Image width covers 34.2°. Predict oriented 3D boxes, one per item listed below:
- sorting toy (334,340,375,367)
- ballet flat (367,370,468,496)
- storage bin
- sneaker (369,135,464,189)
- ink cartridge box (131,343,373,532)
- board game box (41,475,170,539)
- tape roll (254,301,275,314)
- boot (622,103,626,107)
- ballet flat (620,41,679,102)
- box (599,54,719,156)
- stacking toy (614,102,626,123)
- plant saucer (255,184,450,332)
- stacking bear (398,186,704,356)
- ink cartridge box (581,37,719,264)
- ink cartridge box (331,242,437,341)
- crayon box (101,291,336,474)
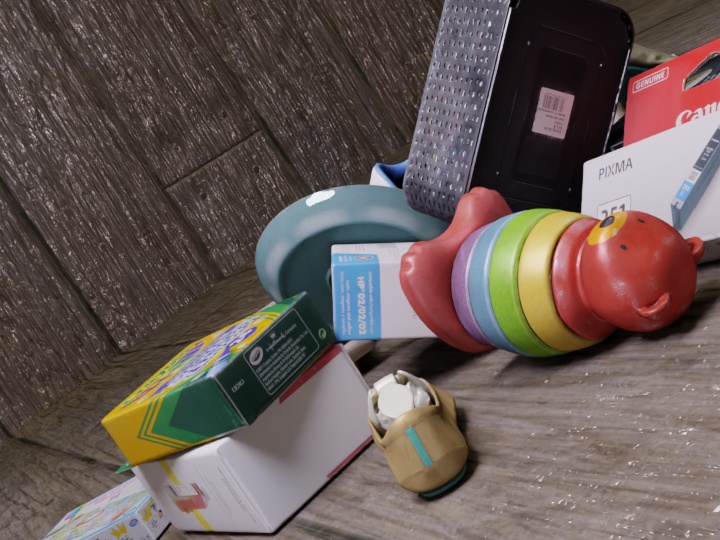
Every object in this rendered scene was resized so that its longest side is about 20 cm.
[{"bbox_3d":[-0.070,0.126,1.234,0.184,0.037,0.200,-35,3,-6],"label":"sorting toy"},{"bbox_3d":[0.036,0.102,0.837,0.068,0.063,0.200,-34,8,-3],"label":"ballet flat"},{"bbox_3d":[0.131,-0.131,0.970,0.134,0.202,0.094,9,9,-32],"label":"storage bin"},{"bbox_3d":[0.099,-0.086,1.097,0.198,0.083,0.074,-18,35,-5],"label":"sneaker"},{"bbox_3d":[-0.091,0.147,0.999,0.145,0.084,0.199,-40,11,-31],"label":"ink cartridge box"},{"bbox_3d":[-0.255,0.258,1.181,0.199,0.034,0.135,-30,9,27],"label":"board game box"},{"bbox_3d":[-0.092,0.074,1.289,0.199,0.066,0.200,-34,3,2],"label":"tape roll"},{"bbox_3d":[0.221,-0.141,1.251,0.175,0.067,0.199,-36,-26,27],"label":"boot"},{"bbox_3d":[0.291,-0.194,1.158,0.198,0.070,0.069,9,-19,-34],"label":"ballet flat"},{"bbox_3d":[0.309,-0.130,1.008,0.200,0.086,0.163,-40,10,-36],"label":"box"},{"bbox_3d":[0.204,-0.082,1.190,0.199,0.086,0.085,-36,7,13],"label":"stacking toy"},{"bbox_3d":[0.000,0.000,1.097,0.199,0.200,0.028,-30,42,28],"label":"plant saucer"},{"bbox_3d":[0.144,0.004,0.821,0.121,0.114,0.199,-43,22,-31],"label":"stacking bear"},{"bbox_3d":[0.241,-0.094,0.854,0.200,0.044,0.178,-20,60,60],"label":"ink cartridge box"},{"bbox_3d":[0.074,0.014,1.001,0.198,0.069,0.115,-2,9,-1],"label":"ink cartridge box"},{"bbox_3d":[-0.127,0.095,0.966,0.199,0.052,0.126,-26,12,44],"label":"crayon box"}]
